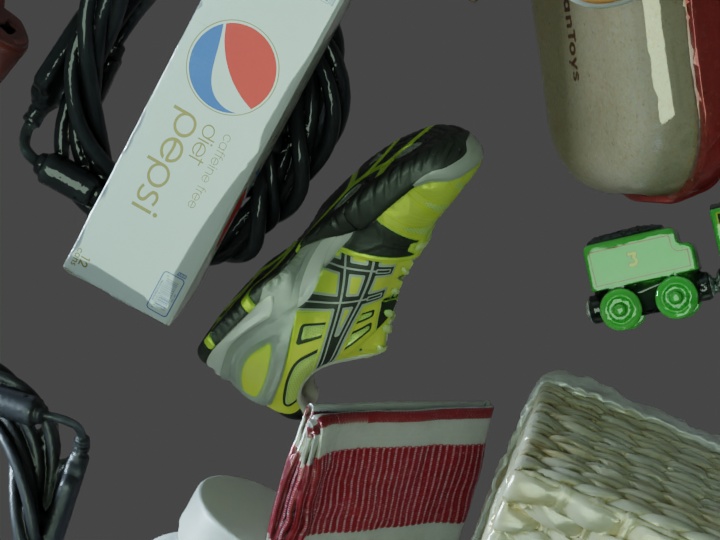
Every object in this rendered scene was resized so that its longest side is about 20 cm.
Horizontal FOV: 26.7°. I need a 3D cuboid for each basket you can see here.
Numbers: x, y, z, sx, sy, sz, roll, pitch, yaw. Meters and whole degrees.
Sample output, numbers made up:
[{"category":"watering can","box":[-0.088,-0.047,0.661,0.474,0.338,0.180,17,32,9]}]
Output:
[{"category":"basket","box":[0.138,0.188,0.774,0.199,0.161,0.199,23,104,11]}]

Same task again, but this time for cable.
[{"category":"cable","box":[-0.255,0.147,0.916,0.162,0.051,0.201,23,104,9]},{"category":"cable","box":[-0.087,-0.099,0.830,0.163,0.051,0.200,40,104,4]}]

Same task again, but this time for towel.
[{"category":"towel","box":[0.001,0.167,0.820,0.023,0.144,0.201,26,106,43]}]

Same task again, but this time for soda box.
[{"category":"soda box","box":[-0.073,-0.076,0.771,0.063,0.068,0.201,30,100,-2]}]

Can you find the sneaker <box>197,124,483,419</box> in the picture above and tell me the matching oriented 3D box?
[{"category":"sneaker","box":[0.000,0.000,0.828,0.076,0.075,0.200,43,115,-7]}]

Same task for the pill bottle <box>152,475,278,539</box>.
[{"category":"pill bottle","box":[-0.097,0.221,0.858,0.112,0.112,0.201,30,105,7]}]

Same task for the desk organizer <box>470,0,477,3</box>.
[{"category":"desk organizer","box":[0.054,-0.242,0.765,0.071,0.077,0.201,25,88,-25]}]

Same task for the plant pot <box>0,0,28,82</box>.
[{"category":"plant pot","box":[-0.299,-0.106,0.822,0.195,0.201,0.201,-44,87,8]}]

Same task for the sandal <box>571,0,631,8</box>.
[{"category":"sandal","box":[0.159,-0.176,0.614,0.206,0.059,0.079,-33,114,23]}]

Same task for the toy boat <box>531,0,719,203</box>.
[{"category":"toy boat","box":[0.162,-0.138,0.750,0.130,0.130,0.201,-11,98,-16]}]

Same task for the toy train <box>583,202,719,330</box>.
[{"category":"toy train","box":[0.211,-0.013,0.787,0.199,0.042,0.057,-14,85,15]}]
